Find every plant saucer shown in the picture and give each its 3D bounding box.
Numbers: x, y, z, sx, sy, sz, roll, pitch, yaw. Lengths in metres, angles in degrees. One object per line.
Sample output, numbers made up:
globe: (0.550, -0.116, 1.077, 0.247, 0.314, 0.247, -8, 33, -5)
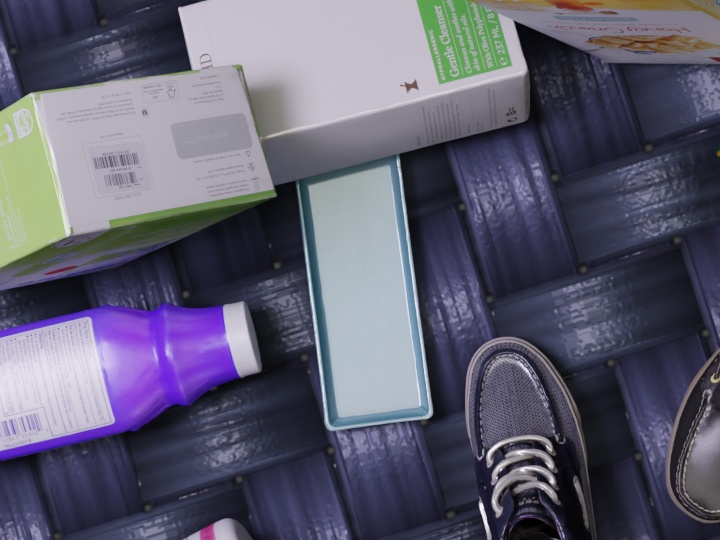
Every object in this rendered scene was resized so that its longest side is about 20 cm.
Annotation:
plant saucer: (0.000, 0.000, 1.326, 0.070, 0.019, 0.200, -7, 88, 2)

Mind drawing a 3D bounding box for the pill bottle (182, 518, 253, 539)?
pill bottle: (-0.141, 0.246, 1.272, 0.200, 0.113, 0.113, -28, 86, 1)

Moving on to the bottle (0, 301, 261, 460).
bottle: (-0.164, 0.064, 1.306, 0.200, 0.065, 0.084, -14, 87, 2)

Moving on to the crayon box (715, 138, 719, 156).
crayon box: (0.324, -0.064, 1.236, 0.200, 0.173, 0.058, 23, 88, 3)

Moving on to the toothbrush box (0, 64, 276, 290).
toothbrush box: (-0.169, -0.049, 1.224, 0.146, 0.200, 0.086, -12, 87, -39)

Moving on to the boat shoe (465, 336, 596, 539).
boat shoe: (0.106, 0.129, 1.261, 0.075, 0.093, 0.200, -17, 74, 7)

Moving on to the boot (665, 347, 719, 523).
boot: (0.254, 0.065, 1.243, 0.073, 0.151, 0.200, 34, 89, 4)

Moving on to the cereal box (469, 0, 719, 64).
cereal box: (0.163, -0.157, 1.215, 0.144, 0.200, 0.040, 6, 86, 35)

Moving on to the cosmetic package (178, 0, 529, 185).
cosmetic package: (-0.003, -0.128, 1.289, 0.200, 0.085, 0.108, -15, 72, -1)
